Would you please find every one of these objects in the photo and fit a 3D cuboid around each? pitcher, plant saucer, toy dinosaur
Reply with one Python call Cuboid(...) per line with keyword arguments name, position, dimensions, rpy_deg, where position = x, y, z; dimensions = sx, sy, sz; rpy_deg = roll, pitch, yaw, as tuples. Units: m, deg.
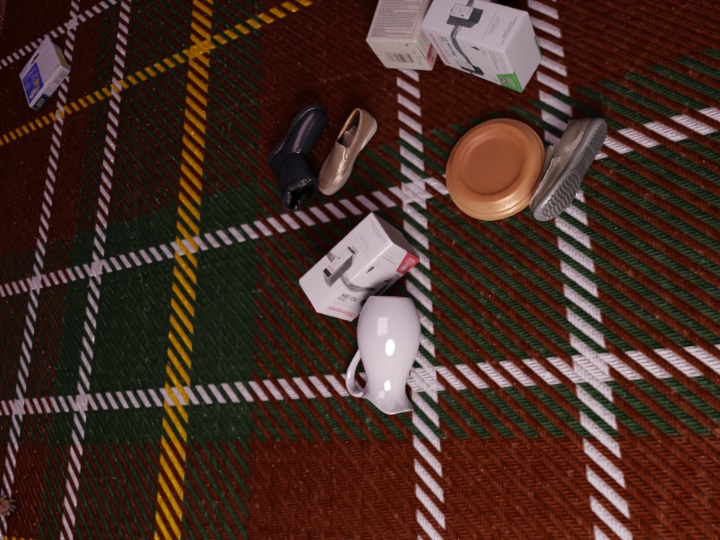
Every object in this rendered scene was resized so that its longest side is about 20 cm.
Cuboid(name="pitcher", position=(0.034, 0.151, 1.027), dimensions=(0.169, 0.120, 0.205), rpy_deg=(2, 89, 45))
Cuboid(name="plant saucer", position=(0.253, -0.198, 1.030), dimensions=(0.196, 0.037, 0.205), rpy_deg=(-8, 74, 28))
Cuboid(name="toy dinosaur", position=(-1.034, 0.672, 1.512), dimensions=(0.198, 0.085, 0.138), rpy_deg=(10, 71, 47))

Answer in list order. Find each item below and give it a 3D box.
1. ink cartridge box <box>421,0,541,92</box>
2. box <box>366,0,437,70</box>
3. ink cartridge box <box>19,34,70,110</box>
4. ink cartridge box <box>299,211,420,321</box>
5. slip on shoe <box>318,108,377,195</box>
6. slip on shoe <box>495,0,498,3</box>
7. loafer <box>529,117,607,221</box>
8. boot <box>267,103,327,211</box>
Cuboid(name="ink cartridge box", position=(0.233, -0.443, 1.042), dimensions=(0.199, 0.146, 0.084), rpy_deg=(35, 96, 32))
Cuboid(name="box", position=(0.113, -0.552, 1.159), dimensions=(0.126, 0.109, 0.204), rpy_deg=(16, 85, 31))
Cuboid(name="ink cartridge box", position=(-1.148, -0.716, 1.960), dimensions=(0.197, 0.047, 0.202), rpy_deg=(-42, 59, 15))
Cuboid(name="ink cartridge box", position=(0.000, 0.000, 1.057), dimensions=(0.199, 0.146, 0.084), rpy_deg=(-42, 63, 14))
Cuboid(name="slip on shoe", position=(-0.038, -0.265, 1.198), dimensions=(0.076, 0.060, 0.201), rpy_deg=(42, 99, 31))
Cuboid(name="slip on shoe", position=(0.284, -0.633, 1.114), dimensions=(0.061, 0.073, 0.203), rpy_deg=(28, 93, 56))
Cuboid(name="loafer", position=(0.356, -0.180, 0.954), dimensions=(0.069, 0.075, 0.202), rpy_deg=(34, 90, 43))
Cuboid(name="boot", position=(-0.124, -0.253, 1.226), dimensions=(0.200, 0.076, 0.170), rpy_deg=(-43, 52, 21))
